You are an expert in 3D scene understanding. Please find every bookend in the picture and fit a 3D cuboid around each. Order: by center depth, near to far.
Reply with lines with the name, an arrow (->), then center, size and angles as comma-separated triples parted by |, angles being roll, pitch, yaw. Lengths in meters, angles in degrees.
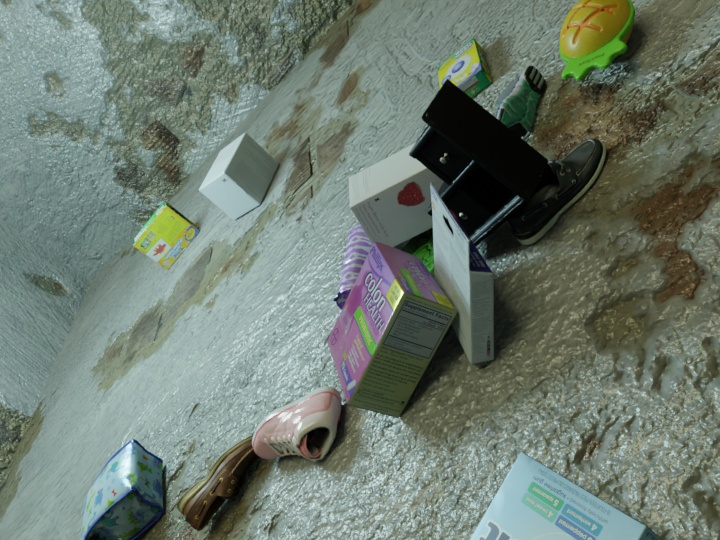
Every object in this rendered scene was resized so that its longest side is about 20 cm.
bookend -> 0.151, -0.152, 0.986 | 0.093, 0.199, 0.199 | -56, 5, -32

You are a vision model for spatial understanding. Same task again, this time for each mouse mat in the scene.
mouse mat -> 0.140, -0.050, 1.170 | 0.201, 0.007, 0.161 | -50, 28, 3

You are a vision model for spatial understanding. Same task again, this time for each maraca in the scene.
maraca -> 0.408, -0.405, 1.088 | 0.136, 0.107, 0.203 | -20, 41, 43

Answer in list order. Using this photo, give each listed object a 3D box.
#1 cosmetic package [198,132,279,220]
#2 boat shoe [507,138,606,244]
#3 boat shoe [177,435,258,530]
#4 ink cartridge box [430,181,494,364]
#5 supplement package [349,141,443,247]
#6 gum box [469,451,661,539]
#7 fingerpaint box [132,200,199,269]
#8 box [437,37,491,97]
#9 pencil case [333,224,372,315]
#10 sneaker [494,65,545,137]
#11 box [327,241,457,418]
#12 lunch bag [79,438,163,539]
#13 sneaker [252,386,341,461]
cosmetic package -> -0.413, -0.321, 2.140 | 0.164, 0.167, 0.203 | -20, 39, 42
boat shoe -> 0.299, -0.137, 0.973 | 0.200, 0.066, 0.075 | -48, 28, 6
boat shoe -> -0.249, 0.395, 1.164 | 0.200, 0.072, 0.067 | -45, 61, -6
ink cartridge box -> 0.148, -0.003, 0.921 | 0.042, 0.204, 0.198 | -9, 32, -5
supplement package -> 0.090, -0.147, 1.189 | 0.197, 0.122, 0.121 | -26, 32, 15
gum box -> 0.181, 0.314, 0.636 | 0.202, 0.044, 0.169 | -55, 28, -10
fingerpaint box -> -0.752, -0.136, 2.421 | 0.201, 0.166, 0.073 | -50, 30, 2
box -> 0.242, -0.469, 1.476 | 0.116, 0.048, 0.202 | -34, 31, 28
pencil case -> 0.000, 0.000, 1.246 | 0.086, 0.082, 0.203 | 124, 164, -45
sneaker -> 0.288, -0.303, 1.200 | 0.087, 0.074, 0.201 | -26, 25, 55
box -> 0.041, 0.090, 0.990 | 0.203, 0.095, 0.177 | -63, 24, 19
lunch bag -> -0.534, 0.511, 1.372 | 0.199, 0.128, 0.170 | -39, 29, 1
sneaker -> -0.115, 0.287, 1.071 | 0.199, 0.075, 0.105 | -36, 26, 19
